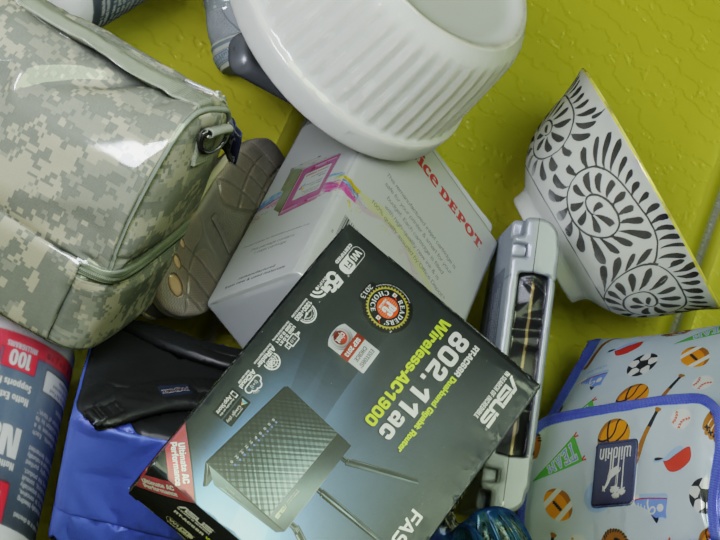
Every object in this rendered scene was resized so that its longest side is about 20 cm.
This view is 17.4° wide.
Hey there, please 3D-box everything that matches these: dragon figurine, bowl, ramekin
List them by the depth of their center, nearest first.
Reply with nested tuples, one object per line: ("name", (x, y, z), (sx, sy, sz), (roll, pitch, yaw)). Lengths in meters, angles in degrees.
("dragon figurine", (0.076, 0.192, 1.530), (0.200, 0.099, 0.059), (58, 31, 3))
("ramekin", (0.018, -0.184, 1.557), (0.200, 0.105, 0.201), (29, 41, -29))
("bowl", (0.172, -0.038, 1.703), (0.094, 0.201, 0.201), (-29, 90, 6))

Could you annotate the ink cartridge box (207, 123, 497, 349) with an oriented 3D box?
("ink cartridge box", (0.000, 0.000, 1.579), (0.145, 0.084, 0.200), (53, 39, -24))

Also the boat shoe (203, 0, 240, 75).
("boat shoe", (-0.021, -0.194, 1.681), (0.200, 0.070, 0.072), (-16, 87, -29))

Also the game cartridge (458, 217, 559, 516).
("game cartridge", (0.102, 0.071, 1.628), (0.040, 0.133, 0.201), (9, 82, -7))

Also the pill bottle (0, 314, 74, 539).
("pill bottle", (-0.251, 0.129, 1.430), (0.119, 0.120, 0.201), (19, 67, -23))

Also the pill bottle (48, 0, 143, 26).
("pill bottle", (-0.194, -0.217, 1.554), (0.200, 0.120, 0.120), (-36, 94, -32))

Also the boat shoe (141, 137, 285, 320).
("boat shoe", (-0.110, -0.031, 1.576), (0.200, 0.073, 0.075), (-46, 121, -55))

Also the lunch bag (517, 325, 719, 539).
("lunch bag", (0.211, 0.128, 1.618), (0.124, 0.170, 0.200), (59, 43, -24))

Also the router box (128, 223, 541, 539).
("router box", (-0.013, 0.096, 1.342), (0.150, 0.062, 0.200), (40, 64, -2))

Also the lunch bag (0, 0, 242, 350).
("lunch bag", (-0.187, -0.073, 1.412), (0.200, 0.168, 0.139), (32, 29, 12))

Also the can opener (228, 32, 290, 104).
("can opener", (-0.013, -0.132, 1.643), (0.200, 0.053, 0.067), (20, 56, -47))

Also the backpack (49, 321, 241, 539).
("backpack", (-0.084, 0.133, 1.459), (0.199, 0.168, 0.163), (11, 28, -5))
